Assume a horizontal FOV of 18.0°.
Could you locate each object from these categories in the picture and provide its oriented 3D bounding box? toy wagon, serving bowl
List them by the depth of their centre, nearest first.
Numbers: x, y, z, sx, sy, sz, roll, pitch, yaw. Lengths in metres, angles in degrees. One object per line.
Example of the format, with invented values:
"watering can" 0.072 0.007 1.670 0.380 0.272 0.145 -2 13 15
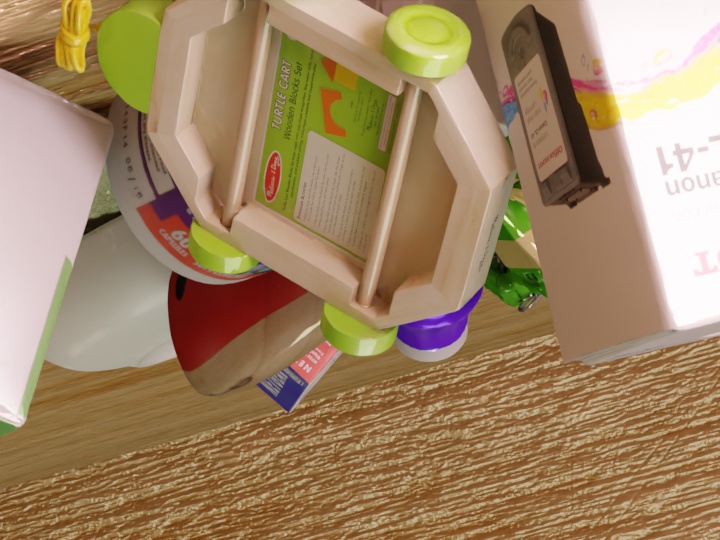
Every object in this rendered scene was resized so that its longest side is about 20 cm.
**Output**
"toy wagon" -0.033 -0.061 0.899 0.040 0.199 0.156 -41 155 -43
"serving bowl" -0.105 0.008 1.312 0.199 0.066 0.200 -25 173 -3

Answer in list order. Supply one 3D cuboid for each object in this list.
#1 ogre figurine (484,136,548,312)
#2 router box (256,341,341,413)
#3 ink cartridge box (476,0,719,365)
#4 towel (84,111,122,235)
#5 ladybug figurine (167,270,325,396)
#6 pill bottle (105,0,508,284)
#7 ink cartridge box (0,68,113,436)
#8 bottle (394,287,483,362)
"ogre figurine" 0.109 -0.072 1.175 0.098 0.201 0.120 24 -120 39
"router box" 0.000 0.000 1.441 0.180 0.049 0.200 -50 178 -9
"ink cartridge box" 0.130 -0.080 0.843 0.147 0.201 0.086 -12 173 -24
"towel" -0.173 -0.042 1.194 0.148 0.037 0.200 -9 171 -32
"ladybug figurine" -0.040 -0.003 1.154 0.136 0.072 0.200 -49 -170 -32
"pill bottle" -0.012 -0.071 0.985 0.111 0.112 0.199 -7 170 -44
"ink cartridge box" -0.202 0.009 1.023 0.084 0.147 0.200 25 155 -23
"bottle" 0.037 -0.024 1.265 0.065 0.084 0.201 8 145 8
